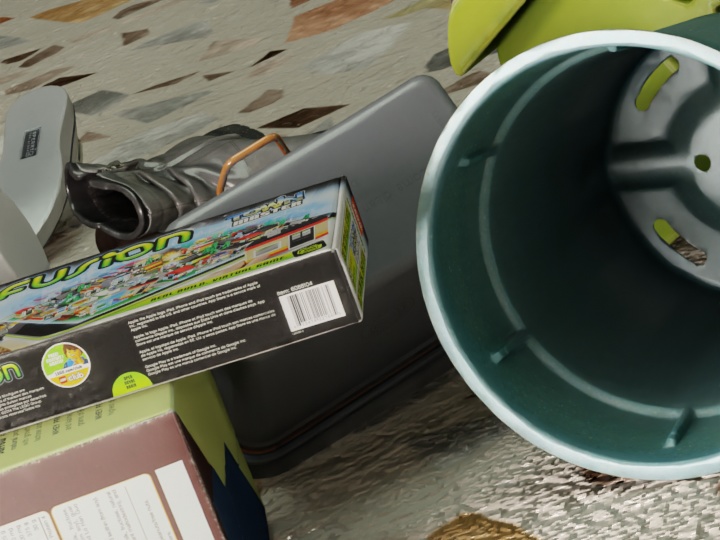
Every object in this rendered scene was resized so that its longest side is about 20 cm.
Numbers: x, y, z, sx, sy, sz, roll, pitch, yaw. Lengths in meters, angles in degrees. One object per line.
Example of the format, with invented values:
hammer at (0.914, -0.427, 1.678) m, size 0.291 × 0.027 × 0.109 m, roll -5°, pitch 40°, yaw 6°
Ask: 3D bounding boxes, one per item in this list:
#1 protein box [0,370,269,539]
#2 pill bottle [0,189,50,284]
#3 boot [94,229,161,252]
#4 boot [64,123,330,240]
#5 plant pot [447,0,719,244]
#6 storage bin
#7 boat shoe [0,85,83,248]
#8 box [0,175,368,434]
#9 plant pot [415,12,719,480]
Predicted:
protein box at (-0.153, 0.121, 1.129) m, size 0.200 × 0.135 × 0.199 m, roll -20°, pitch 17°, yaw 1°
pill bottle at (-0.297, 0.029, 1.583) m, size 0.200 × 0.112 × 0.112 m, roll -29°, pitch 14°, yaw 12°
boot at (-0.158, 0.004, 1.617) m, size 0.166 × 0.073 × 0.200 m, roll -29°, pitch 22°, yaw -33°
boot at (-0.084, -0.043, 1.531) m, size 0.131 × 0.070 × 0.200 m, roll -15°, pitch 11°, yaw -36°
plant pot at (0.176, -0.150, 1.382) m, size 0.199 × 0.181 × 0.200 m, roll -43°, pitch -5°, yaw -49°
storage bin at (-0.015, -0.014, 1.260) m, size 0.200 × 0.146 × 0.134 m, roll -31°, pitch -16°, yaw -13°
boat shoe at (-0.249, -0.058, 1.945) m, size 0.072 × 0.066 × 0.200 m, roll -14°, pitch 39°, yaw 10°
box at (-0.097, 0.019, 1.087) m, size 0.200 × 0.035 × 0.110 m, roll -18°, pitch 17°, yaw 7°
plant pot at (0.153, -0.031, 1.169) m, size 0.200 × 0.201 × 0.196 m, roll -12°, pitch 11°, yaw 27°
